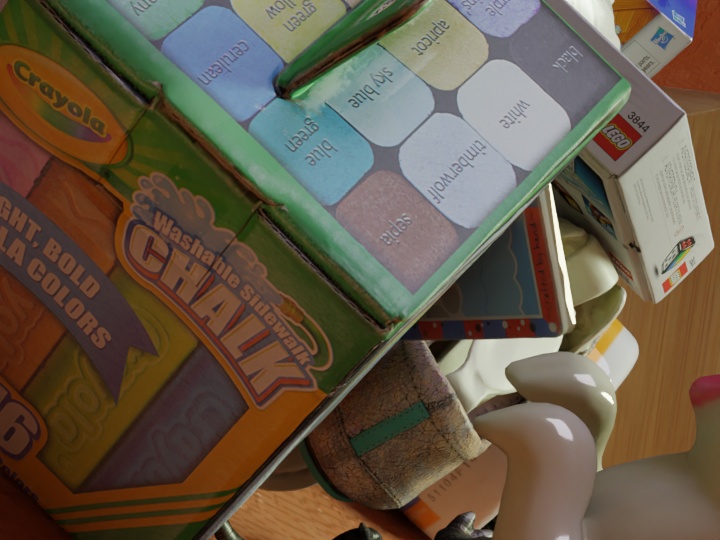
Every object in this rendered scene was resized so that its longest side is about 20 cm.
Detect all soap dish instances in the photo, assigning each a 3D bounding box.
[{"bbox_3d":[0.114,0.020,1.068,0.081,0.200,0.157,6,6,-14],"label":"soap dish"}]

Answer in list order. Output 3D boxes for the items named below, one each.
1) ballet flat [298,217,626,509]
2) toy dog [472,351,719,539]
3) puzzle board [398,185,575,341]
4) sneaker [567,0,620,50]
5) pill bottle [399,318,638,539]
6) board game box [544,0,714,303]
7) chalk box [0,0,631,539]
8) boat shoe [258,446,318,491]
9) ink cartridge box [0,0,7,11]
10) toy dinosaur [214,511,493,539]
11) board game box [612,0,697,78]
[{"bbox_3d":[0.050,0.020,0.824,0.068,0.067,0.200,54,33,-6],"label":"ballet flat"},{"bbox_3d":[0.091,0.102,0.633,0.194,0.200,0.140,46,11,13],"label":"toy dog"},{"bbox_3d":[-0.011,-0.076,0.739,0.017,0.151,0.200,-17,99,-39],"label":"puzzle board"},{"bbox_3d":[0.064,-0.127,0.932,0.200,0.081,0.075,55,-11,-34],"label":"sneaker"},{"bbox_3d":[0.000,0.000,0.955,0.200,0.112,0.112,44,10,0],"label":"pill bottle"},{"bbox_3d":[0.037,-0.084,0.847,0.200,0.035,0.126,47,-4,21],"label":"board game box"},{"bbox_3d":[-0.028,-0.032,0.640,0.124,0.200,0.124,44,47,3],"label":"chalk box"},{"bbox_3d":[-0.029,-0.028,0.840,0.060,0.074,0.200,-87,170,-85],"label":"boat shoe"},{"bbox_3d":[-0.082,-0.122,0.846,0.076,0.200,0.148,27,4,21],"label":"ink cartridge box"},{"bbox_3d":[0.044,0.114,0.767,0.200,0.077,0.102,44,-4,-20],"label":"toy dinosaur"},{"bbox_3d":[0.021,-0.086,1.033,0.134,0.200,0.045,40,31,-14],"label":"board game box"}]
